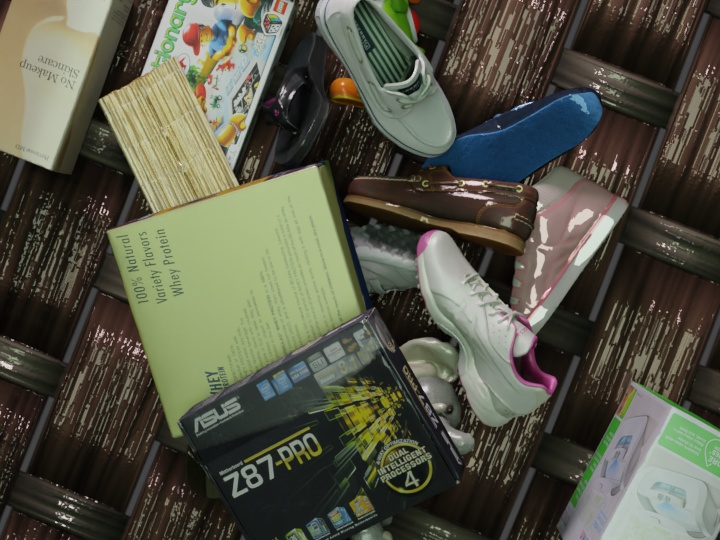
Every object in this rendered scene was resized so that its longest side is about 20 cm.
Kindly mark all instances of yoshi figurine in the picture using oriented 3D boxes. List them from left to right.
[{"bbox_3d":[0.012,-0.270,1.148,0.111,0.112,0.202,11,89,9],"label":"yoshi figurine"}]

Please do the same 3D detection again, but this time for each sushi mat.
[{"bbox_3d":[-0.185,-0.107,1.171,0.095,0.012,0.202,-26,92,4],"label":"sushi mat"}]

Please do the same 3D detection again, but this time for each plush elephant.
[{"bbox_3d":[0.041,0.159,1.129,0.153,0.200,0.166,-13,114,-9],"label":"plush elephant"}]

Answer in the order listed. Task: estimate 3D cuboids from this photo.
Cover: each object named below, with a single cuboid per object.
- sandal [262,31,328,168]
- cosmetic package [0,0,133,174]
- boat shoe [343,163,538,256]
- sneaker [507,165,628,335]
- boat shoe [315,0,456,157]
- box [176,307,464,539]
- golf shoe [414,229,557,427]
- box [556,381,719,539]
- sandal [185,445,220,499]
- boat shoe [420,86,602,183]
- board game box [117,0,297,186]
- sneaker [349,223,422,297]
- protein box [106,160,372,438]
[{"bbox_3d":[-0.069,-0.169,1.116,0.048,0.201,0.075,28,123,-23],"label":"sandal"},{"bbox_3d":[-0.319,-0.211,1.180,0.104,0.071,0.202,19,92,2],"label":"cosmetic package"},{"bbox_3d":[0.081,-0.069,1.140,0.198,0.070,0.071,14,83,21],"label":"boat shoe"},{"bbox_3d":[0.174,-0.016,1.161,0.104,0.075,0.201,36,90,4],"label":"sneaker"},{"bbox_3d":[0.032,-0.177,1.077,0.074,0.067,0.200,-51,120,-8],"label":"boat shoe"},{"bbox_3d":[-0.033,0.148,0.983,0.199,0.049,0.162,-28,94,16],"label":"box"},{"bbox_3d":[0.122,0.047,1.100,0.091,0.075,0.202,-22,95,39],"label":"golf shoe"},{"bbox_3d":[0.277,0.215,1.096,0.096,0.200,0.178,28,93,3],"label":"box"},{"bbox_3d":[-0.133,0.141,1.192,0.081,0.055,0.202,13,107,2],"label":"sandal"},{"bbox_3d":[0.157,-0.122,1.157,0.198,0.069,0.085,-17,105,25],"label":"boat shoe"},{"bbox_3d":[-0.158,-0.203,1.191,0.125,0.035,0.202,21,92,3],"label":"board game box"},{"bbox_3d":[0.000,0.000,1.181,0.197,0.075,0.083,7,117,3],"label":"sneaker"},{"bbox_3d":[-0.100,0.022,1.075,0.198,0.135,0.201,-17,96,5],"label":"protein box"}]
